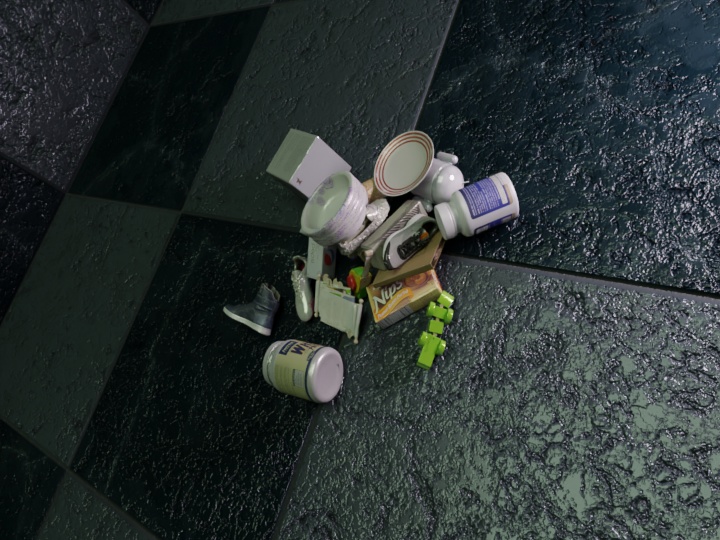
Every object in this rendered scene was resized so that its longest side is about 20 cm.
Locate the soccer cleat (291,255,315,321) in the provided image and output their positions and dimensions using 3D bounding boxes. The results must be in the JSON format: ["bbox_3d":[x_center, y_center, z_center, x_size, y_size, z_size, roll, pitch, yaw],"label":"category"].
[{"bbox_3d":[-0.182,0.051,1.703,0.068,0.086,0.207,-18,59,24],"label":"soccer cleat"}]

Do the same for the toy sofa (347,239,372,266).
[{"bbox_3d":[0.004,-0.115,1.662,0.095,0.083,0.206,-24,57,17],"label":"toy sofa"}]

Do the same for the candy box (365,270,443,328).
[{"bbox_3d":[0.117,0.056,1.521,0.196,0.055,0.118,-31,52,18],"label":"candy box"}]

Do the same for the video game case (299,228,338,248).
[{"bbox_3d":[-0.089,-0.187,1.799,0.179,0.023,0.205,20,80,38],"label":"video game case"}]

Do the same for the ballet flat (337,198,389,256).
[{"bbox_3d":[0.007,-0.128,1.576,0.201,0.072,0.071,-51,51,-2],"label":"ballet flat"}]

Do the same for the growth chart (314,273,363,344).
[{"bbox_3d":[-0.066,0.101,1.602,0.196,0.017,0.150,26,111,38],"label":"growth chart"}]

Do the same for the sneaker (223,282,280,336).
[{"bbox_3d":[-0.338,0.102,1.780,0.197,0.076,0.151,19,89,28],"label":"sneaker"}]

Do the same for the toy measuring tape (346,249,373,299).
[{"bbox_3d":[0.000,0.000,1.558,0.070,0.204,0.075,4,48,-5],"label":"toy measuring tape"}]

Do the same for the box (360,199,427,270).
[{"bbox_3d":[0.099,-0.100,1.548,0.200,0.083,0.068,-46,28,-17],"label":"box"}]

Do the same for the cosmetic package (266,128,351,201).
[{"bbox_3d":[-0.168,-0.324,1.799,0.170,0.165,0.199,-56,37,-1],"label":"cosmetic package"}]

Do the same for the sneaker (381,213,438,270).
[{"bbox_3d":[0.130,-0.078,1.476,0.200,0.075,0.078,-45,29,-23],"label":"sneaker"}]

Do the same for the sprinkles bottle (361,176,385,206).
[{"bbox_3d":[0.060,-0.246,1.641,0.196,0.070,0.068,-30,47,-24],"label":"sprinkles bottle"}]

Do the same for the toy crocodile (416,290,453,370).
[{"bbox_3d":[0.188,0.150,1.429,0.065,0.062,0.207,17,81,1],"label":"toy crocodile"}]

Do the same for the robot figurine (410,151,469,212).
[{"bbox_3d":[0.208,-0.249,1.573,0.197,0.112,0.174,29,93,39],"label":"robot figurine"}]

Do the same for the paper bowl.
[{"bbox_3d":[-0.063,-0.159,1.532,0.197,0.104,0.206,-30,41,29],"label":"paper bowl"}]

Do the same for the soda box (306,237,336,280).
[{"bbox_3d":[-0.112,-0.078,1.678,0.062,0.067,0.209,13,103,36],"label":"soda box"}]

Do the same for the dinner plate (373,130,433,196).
[{"bbox_3d":[0.122,-0.295,1.567,0.195,0.024,0.207,-17,58,30],"label":"dinner plate"}]

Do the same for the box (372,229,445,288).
[{"bbox_3d":[0.134,-0.033,1.505,0.196,0.022,0.165,-19,27,37],"label":"box"}]

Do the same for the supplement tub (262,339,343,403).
[{"bbox_3d":[-0.159,0.272,1.543,0.194,0.145,0.150,6,70,34],"label":"supplement tub"}]

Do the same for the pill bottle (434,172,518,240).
[{"bbox_3d":[0.292,-0.157,1.436,0.194,0.121,0.123,-21,55,1],"label":"pill bottle"}]
